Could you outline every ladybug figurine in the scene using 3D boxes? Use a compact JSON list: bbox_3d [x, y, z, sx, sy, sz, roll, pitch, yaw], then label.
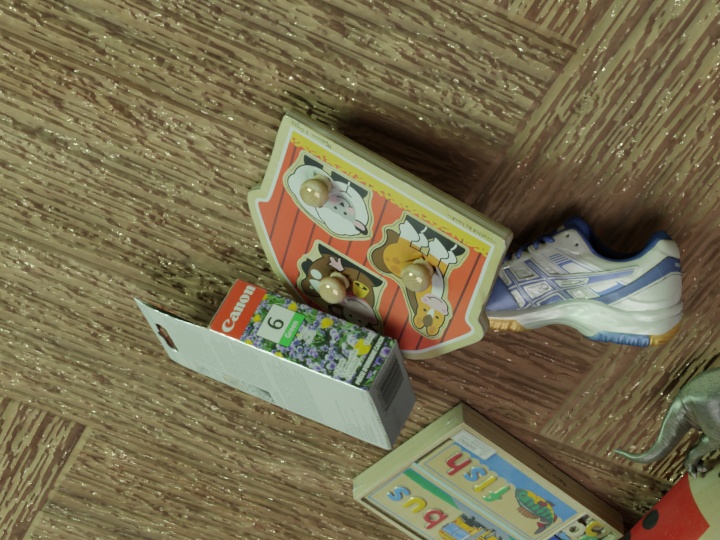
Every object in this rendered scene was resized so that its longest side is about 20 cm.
[{"bbox_3d":[0.261,0.226,1.373,0.072,0.136,0.200,44,112,12],"label":"ladybug figurine"}]

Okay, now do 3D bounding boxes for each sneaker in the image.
[{"bbox_3d":[0.137,0.000,1.225,0.200,0.075,0.088,5,102,8],"label":"sneaker"}]

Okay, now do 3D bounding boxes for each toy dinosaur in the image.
[{"bbox_3d":[0.298,0.107,1.311,0.200,0.077,0.102,-4,118,12],"label":"toy dinosaur"}]

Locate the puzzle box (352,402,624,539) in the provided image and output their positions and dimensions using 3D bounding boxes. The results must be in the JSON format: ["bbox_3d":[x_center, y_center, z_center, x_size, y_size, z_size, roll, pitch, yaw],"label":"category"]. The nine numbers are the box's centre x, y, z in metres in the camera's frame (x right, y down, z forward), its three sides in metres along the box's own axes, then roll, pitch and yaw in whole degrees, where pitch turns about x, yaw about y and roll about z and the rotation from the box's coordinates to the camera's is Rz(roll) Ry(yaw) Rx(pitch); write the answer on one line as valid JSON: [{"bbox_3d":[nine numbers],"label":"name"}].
[{"bbox_3d":[0.108,0.201,1.413,0.200,0.025,0.133,36,123,-25],"label":"puzzle box"}]

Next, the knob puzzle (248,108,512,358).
[{"bbox_3d":[0.000,0.000,1.188,0.219,0.030,0.220,22,140,19],"label":"knob puzzle"}]

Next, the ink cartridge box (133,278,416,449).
[{"bbox_3d":[-0.062,0.060,1.247,0.200,0.050,0.109,21,157,21],"label":"ink cartridge box"}]
